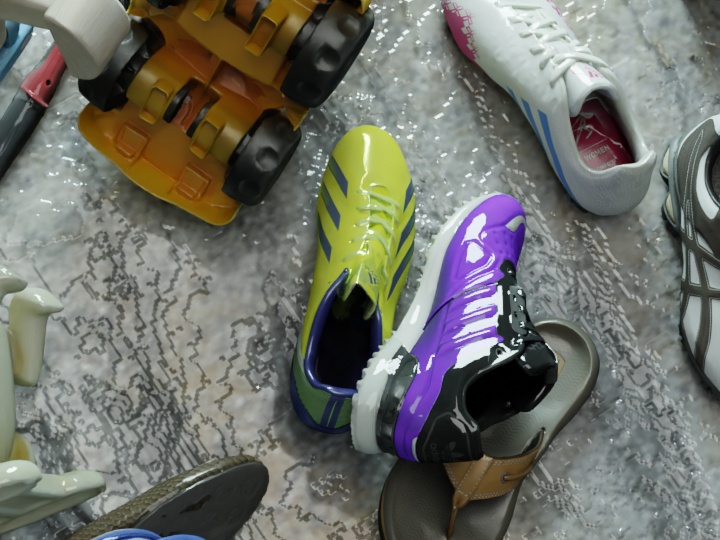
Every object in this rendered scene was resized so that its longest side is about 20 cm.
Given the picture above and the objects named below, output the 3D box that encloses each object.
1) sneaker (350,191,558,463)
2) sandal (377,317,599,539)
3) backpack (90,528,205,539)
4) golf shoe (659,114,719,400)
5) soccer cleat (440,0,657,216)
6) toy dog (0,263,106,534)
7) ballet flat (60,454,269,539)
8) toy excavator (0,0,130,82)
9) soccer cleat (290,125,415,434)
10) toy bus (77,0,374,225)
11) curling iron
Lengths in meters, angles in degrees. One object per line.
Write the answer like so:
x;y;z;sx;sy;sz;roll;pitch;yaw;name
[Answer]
0.077;0.040;1.489;0.099;0.070;0.200;12;52;23;sneaker
0.081;0.105;1.507;0.082;0.055;0.200;40;69;4;sandal
-0.120;0.228;1.358;0.200;0.191;0.154;-38;66;-20;backpack
0.237;-0.003;1.552;0.078;0.094;0.200;-12;76;-15;golf shoe
0.124;-0.128;1.576;0.070;0.086;0.200;-30;79;-18;soccer cleat
-0.256;0.057;1.435;0.194;0.140;0.200;-24;76;21;toy dog
-0.144;0.159;1.451;0.200;0.067;0.046;-32;47;-15;ballet flat
-0.233;-0.146;1.456;0.194;0.200;0.100;31;70;1;toy excavator
0.001;0.001;1.512;0.065;0.084;0.200;12;70;-6;soccer cleat
-0.062;-0.156;1.528;0.136;0.200;0.192;33;33;1;toy bus
-0.191;-0.105;1.543;0.050;0.026;0.200;34;69;5;curling iron
